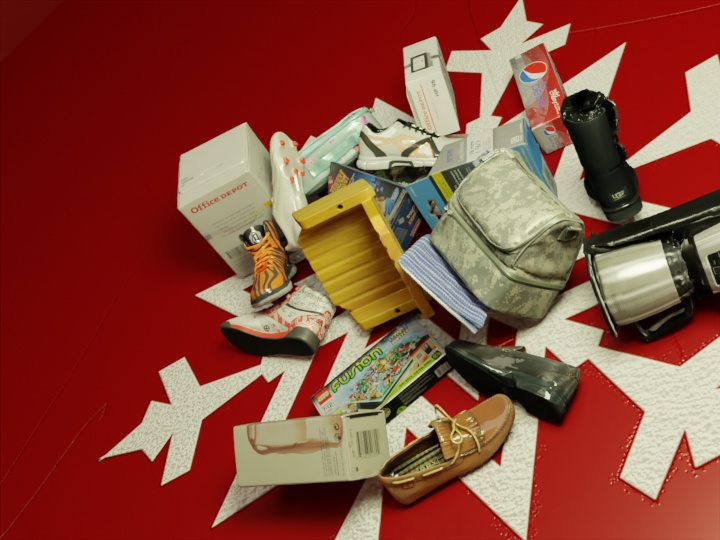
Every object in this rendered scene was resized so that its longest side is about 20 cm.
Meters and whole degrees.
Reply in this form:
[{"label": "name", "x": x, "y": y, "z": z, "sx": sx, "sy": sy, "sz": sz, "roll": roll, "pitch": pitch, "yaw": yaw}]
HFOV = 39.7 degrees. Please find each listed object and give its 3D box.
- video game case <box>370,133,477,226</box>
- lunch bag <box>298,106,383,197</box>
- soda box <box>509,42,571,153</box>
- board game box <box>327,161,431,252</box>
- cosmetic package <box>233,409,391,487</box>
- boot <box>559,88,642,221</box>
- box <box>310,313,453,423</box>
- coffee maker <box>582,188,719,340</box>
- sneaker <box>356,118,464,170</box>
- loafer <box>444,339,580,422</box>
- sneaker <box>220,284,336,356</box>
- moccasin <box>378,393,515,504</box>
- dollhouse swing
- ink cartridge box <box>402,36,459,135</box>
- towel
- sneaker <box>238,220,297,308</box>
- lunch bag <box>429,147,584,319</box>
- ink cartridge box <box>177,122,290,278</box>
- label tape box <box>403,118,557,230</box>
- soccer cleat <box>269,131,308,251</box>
[{"label": "video game case", "x": 0.101, "y": -0.153, "z": 1.691, "sx": 0.198, "sy": 0.036, "sz": 0.183, "roll": 3, "pitch": 54, "yaw": 38}, {"label": "lunch bag", "x": -0.044, "y": -0.210, "z": 1.758, "sx": 0.199, "sy": 0.077, "sz": 0.160, "roll": -38, "pitch": 1, "yaw": 4}, {"label": "soda box", "x": 0.304, "y": -0.286, "z": 1.645, "sx": 0.069, "sy": 0.064, "sz": 0.202, "roll": -23, "pitch": 43, "yaw": 17}, {"label": "board game box", "x": 0.001, "y": -0.084, "z": 1.636, "sx": 0.200, "sy": 0.061, "sz": 0.202, "roll": 44, "pitch": 113, "yaw": 43}, {"label": "cosmetic package", "x": -0.068, "y": 0.244, "z": 1.363, "sx": 0.198, "sy": 0.103, "sz": 0.089, "roll": -12, "pitch": 81, "yaw": 34}, {"label": "boot", "x": 0.336, "y": -0.178, "z": 1.407, "sx": 0.076, "sy": 0.170, "sz": 0.201, "roll": -20, "pitch": 20, "yaw": 13}, {"label": "box", "x": 0.030, "y": 0.164, "z": 1.453, "sx": 0.199, "sy": 0.035, "sz": 0.110, "roll": -40, "pitch": 40, "yaw": -2}, {"label": "coffee maker", "x": 0.397, "y": -0.026, "z": 1.288, "sx": 0.198, "sy": 0.135, "sz": 0.194, "roll": -20, "pitch": 42, "yaw": 19}, {"label": "sneaker", "x": 0.087, "y": -0.208, "z": 1.627, "sx": 0.197, "sy": 0.081, "sz": 0.074, "roll": -2, "pitch": 11, "yaw": 10}, {"label": "loafer", "x": 0.203, "y": 0.133, "z": 1.338, "sx": 0.199, "sy": 0.073, "sz": 0.072, "roll": 24, "pitch": 60, "yaw": 36}, {"label": "sneaker", "x": -0.130, "y": 0.078, "z": 1.626, "sx": 0.199, "sy": 0.068, "sz": 0.109, "roll": 2, "pitch": 49, "yaw": 37}, {"label": "moccasin", "x": 0.112, "y": 0.225, "z": 1.305, "sx": 0.200, "sy": 0.078, "sz": 0.074, "roll": -30, "pitch": 41, "yaw": 9}, {"label": "dollhouse swing", "x": 0.000, "y": 0.000, "z": 1.459, "sx": 0.180, "sy": 0.201, "sz": 0.176, "roll": -24, "pitch": 20, "yaw": 17}, {"label": "ink cartridge box", "x": 0.123, "y": -0.306, "z": 1.723, "sx": 0.067, "sy": 0.117, "sz": 0.201, "roll": -16, "pitch": 33, "yaw": 12}, {"label": "towel", "x": 0.127, "y": 0.012, "z": 1.383, "sx": 0.024, "sy": 0.144, "sz": 0.200, "roll": -50, "pitch": -3, "yaw": 18}, {"label": "sneaker", "x": -0.164, "y": -0.013, "z": 1.640, "sx": 0.077, "sy": 0.113, "sz": 0.200, "roll": -26, "pitch": 14, "yaw": 7}, {"label": "lunch bag", "x": 0.211, "y": -0.057, "z": 1.394, "sx": 0.169, "sy": 0.138, "sz": 0.201, "roll": -58, "pitch": 40, "yaw": 23}, {"label": "ink cartridge box", "x": -0.208, "y": -0.123, "z": 1.760, "sx": 0.146, "sy": 0.201, "sz": 0.146, "roll": -25, "pitch": 42, "yaw": 14}, {"label": "label tape box", "x": 0.185, "y": -0.135, "z": 1.530, "sx": 0.198, "sy": 0.145, "sz": 0.064, "roll": -17, "pitch": 44, "yaw": 22}, {"label": "soccer cleat", "x": -0.124, "y": -0.130, "z": 1.662, "sx": 0.077, "sy": 0.069, "sz": 0.203, "roll": -21, "pitch": 82, "yaw": 33}]
